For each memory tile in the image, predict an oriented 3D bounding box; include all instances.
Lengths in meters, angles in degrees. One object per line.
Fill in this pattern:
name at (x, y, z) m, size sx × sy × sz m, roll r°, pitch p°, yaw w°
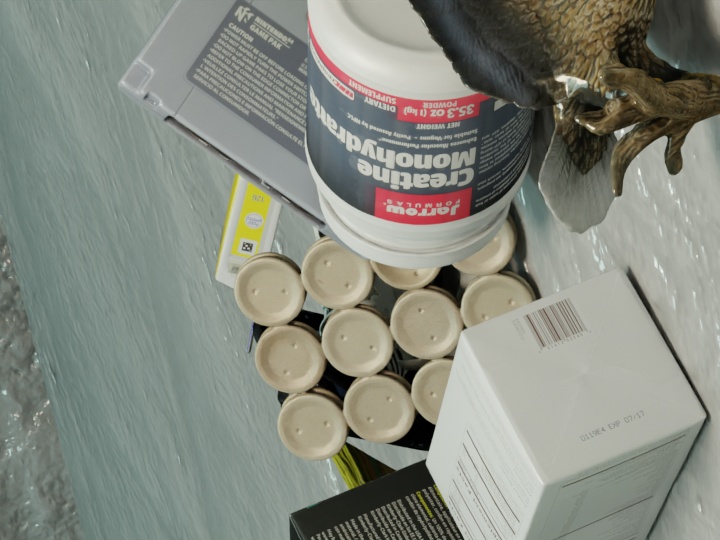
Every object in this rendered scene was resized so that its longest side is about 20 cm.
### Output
memory tile at (0.023, 0.040, 1.759) m, size 0.017 × 0.200 × 0.153 m, roll -58°, pitch -48°, yaw -67°

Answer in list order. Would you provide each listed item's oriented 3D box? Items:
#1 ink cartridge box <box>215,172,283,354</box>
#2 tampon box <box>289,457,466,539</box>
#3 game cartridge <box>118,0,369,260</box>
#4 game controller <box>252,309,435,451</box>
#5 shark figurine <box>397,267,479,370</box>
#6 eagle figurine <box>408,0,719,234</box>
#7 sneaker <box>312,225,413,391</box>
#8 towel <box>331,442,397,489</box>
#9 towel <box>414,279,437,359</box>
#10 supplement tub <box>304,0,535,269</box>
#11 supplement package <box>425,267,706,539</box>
ink cartridge box at (-0.070, -0.076, 1.913) m, size 0.198 × 0.047 × 0.200 m, roll -84°, pitch 10°, yaw -59°
tampon box at (0.068, 0.210, 1.762) m, size 0.150 × 0.200 × 0.126 m, roll 90°, pitch 155°, yaw -54°
game cartridge at (-0.039, -0.115, 1.706) m, size 0.200 × 0.133 × 0.042 m, roll 35°, pitch 162°, yaw -7°
game controller at (-0.003, 0.078, 1.907) m, size 0.200 × 0.042 × 0.104 m, roll 16°, pitch -133°, yaw -55°
shark figurine at (0.059, 0.027, 1.787) m, size 0.128 × 0.089 × 0.215 m, roll 56°, pitch 161°, yaw 39°
eagle figurine at (0.109, -0.137, 1.344) m, size 0.200 × 0.151 × 0.152 m, roll 47°, pitch 165°, yaw 33°
sneaker at (0.001, 0.000, 1.816) m, size 0.115 × 0.076 × 0.201 m, roll -72°, pitch -29°, yaw -60°
towel at (0.054, 0.177, 1.904) m, size 0.200 × 0.018 × 0.086 m, roll 31°, pitch -160°, yaw -44°
towel at (0.011, -0.035, 1.971) m, size 0.200 × 0.036 × 0.148 m, roll -127°, pitch 23°, yaw -50°
supplement tub at (0.037, -0.108, 1.585) m, size 0.200 × 0.140 × 0.140 m, roll 92°, pitch 154°, yaw -54°
supplement package at (0.120, 0.105, 1.612) m, size 0.110 × 0.114 × 0.200 m, roll 62°, pitch 163°, yaw 22°
